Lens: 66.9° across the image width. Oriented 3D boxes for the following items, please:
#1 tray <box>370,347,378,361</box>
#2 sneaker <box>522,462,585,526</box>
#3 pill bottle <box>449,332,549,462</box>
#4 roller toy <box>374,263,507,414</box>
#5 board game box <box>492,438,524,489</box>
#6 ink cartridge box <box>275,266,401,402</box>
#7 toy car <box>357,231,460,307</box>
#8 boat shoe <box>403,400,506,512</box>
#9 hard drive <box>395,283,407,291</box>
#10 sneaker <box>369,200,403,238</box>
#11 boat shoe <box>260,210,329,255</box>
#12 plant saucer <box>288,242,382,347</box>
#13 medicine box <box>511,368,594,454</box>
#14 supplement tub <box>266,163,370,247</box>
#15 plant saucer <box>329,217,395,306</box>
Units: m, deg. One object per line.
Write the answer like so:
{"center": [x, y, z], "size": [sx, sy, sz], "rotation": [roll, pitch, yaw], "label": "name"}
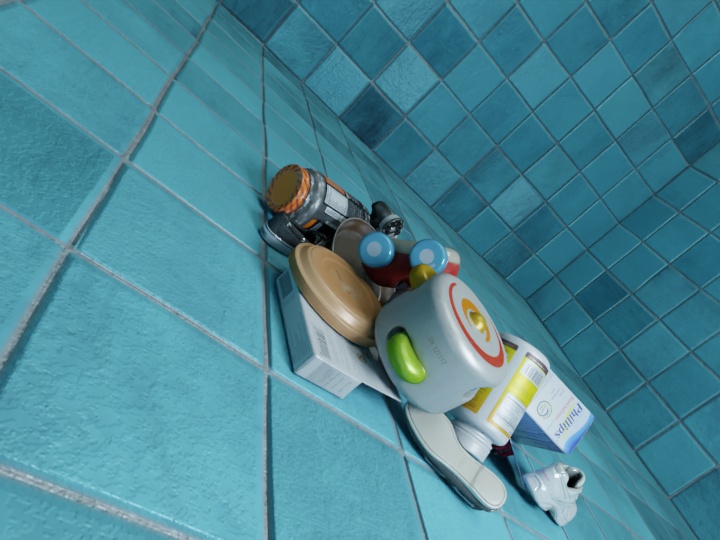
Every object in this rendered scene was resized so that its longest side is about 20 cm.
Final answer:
{"center": [0.048, 0.148, 0.954], "size": [0.200, 0.022, 0.108], "rotation": [34, 22, -40], "label": "tray"}
{"center": [0.388, 0.420, 1.033], "size": [0.200, 0.099, 0.078], "rotation": [44, 15, -44], "label": "sneaker"}
{"center": [0.222, 0.212, 0.911], "size": [0.109, 0.200, 0.109], "rotation": [34, -12, 9], "label": "pill bottle"}
{"center": [0.124, 0.102, 0.808], "size": [0.182, 0.140, 0.200], "rotation": [44, 28, -25], "label": "roller toy"}
{"center": [0.260, 0.311, 1.024], "size": [0.158, 0.039, 0.201], "rotation": [-88, 159, -61], "label": "board game box"}
{"center": [-0.036, 0.101, 0.806], "size": [0.176, 0.045, 0.200], "rotation": [36, 20, -35], "label": "ink cartridge box"}
{"center": [0.078, 0.046, 0.971], "size": [0.176, 0.201, 0.184], "rotation": [9, -1, 15], "label": "toy car"}
{"center": [0.129, 0.280, 0.817], "size": [0.200, 0.057, 0.067], "rotation": [47, 51, 11], "label": "boat shoe"}
{"center": [0.147, 0.087, 1.162], "size": [0.200, 0.038, 0.140], "rotation": [38, 11, -39], "label": "hard drive"}
{"center": [0.034, -0.073, 1.173], "size": [0.066, 0.200, 0.091], "rotation": [-16, 60, -25], "label": "sneaker"}
{"center": [-0.092, -0.045, 0.986], "size": [0.200, 0.057, 0.069], "rotation": [29, 24, -48], "label": "boat shoe"}
{"center": [-0.028, 0.031, 0.853], "size": [0.200, 0.032, 0.200], "rotation": [42, 17, -16], "label": "plant saucer"}
{"center": [0.345, 0.270, 1.145], "size": [0.200, 0.103, 0.182], "rotation": [46, -18, -3], "label": "medicine box"}
{"center": [-0.081, -0.119, 1.071], "size": [0.200, 0.122, 0.123], "rotation": [30, 23, -46], "label": "supplement tub"}
{"center": [0.000, 0.000, 1.035], "size": [0.200, 0.032, 0.201], "rotation": [26, 57, -48], "label": "plant saucer"}
